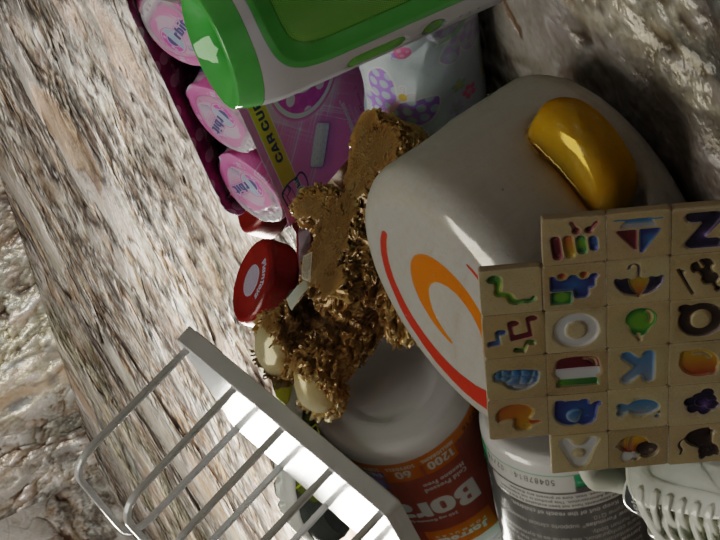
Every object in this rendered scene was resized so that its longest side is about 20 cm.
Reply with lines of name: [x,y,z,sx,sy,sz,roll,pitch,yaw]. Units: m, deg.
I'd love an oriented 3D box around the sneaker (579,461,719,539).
sneaker: [0.205,0.136,1.392,0.200,0.080,0.077,31,141,62]

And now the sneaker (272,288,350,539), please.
sneaker: [-0.015,0.110,1.704,0.075,0.084,0.201,-61,-29,-57]

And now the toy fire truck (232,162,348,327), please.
toy fire truck: [-0.007,-0.039,1.769,0.168,0.112,0.201,-45,35,45]

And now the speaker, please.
speaker: [0.001,-0.165,1.382,0.089,0.199,0.089,57,164,27]

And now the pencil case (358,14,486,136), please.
pencil case: [0.036,-0.121,1.554,0.083,0.090,0.201,50,160,41]

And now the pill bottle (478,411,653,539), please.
pill bottle: [0.145,0.158,1.574,0.113,0.113,0.201,48,157,49]

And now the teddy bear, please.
teddy bear: [0.000,0.000,1.533,0.145,0.067,0.201,14,85,54]

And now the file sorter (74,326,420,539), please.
file sorter: [-0.068,0.165,1.581,0.200,0.125,0.139,37,167,29]

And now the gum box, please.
gum box: [-0.065,-0.135,1.583,0.066,0.114,0.201,14,142,37]

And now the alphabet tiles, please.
alphabet tiles: [0.148,0.039,1.284,0.201,0.165,0.006,83,-178,-45]

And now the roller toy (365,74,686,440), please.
roller toy: [0.104,-0.014,1.386,0.182,0.139,0.201,24,144,55]

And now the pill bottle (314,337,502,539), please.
pill bottle: [0.048,0.121,1.619,0.112,0.112,0.200,54,177,38]
